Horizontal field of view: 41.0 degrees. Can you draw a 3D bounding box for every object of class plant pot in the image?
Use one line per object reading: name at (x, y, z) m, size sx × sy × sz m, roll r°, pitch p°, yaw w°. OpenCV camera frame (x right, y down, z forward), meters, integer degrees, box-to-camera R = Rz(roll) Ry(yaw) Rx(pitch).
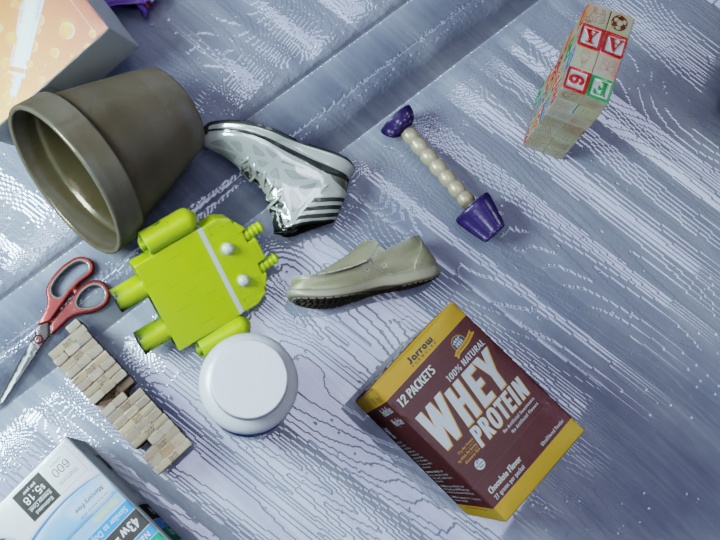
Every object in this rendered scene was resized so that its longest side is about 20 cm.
plant pot at (-0.288, -0.151, 1.152) m, size 0.200 × 0.200 × 0.173 m, roll 46°, pitch 62°, yaw 4°

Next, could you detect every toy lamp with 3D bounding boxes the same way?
toy lamp at (0.108, -0.121, 1.244) m, size 0.058 × 0.058 × 0.200 m, roll -41°, pitch 83°, yaw -12°

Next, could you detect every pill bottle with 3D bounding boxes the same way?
pill bottle at (-0.127, 0.131, 1.093) m, size 0.111 × 0.200 × 0.113 m, roll 1°, pitch 78°, yaw -5°

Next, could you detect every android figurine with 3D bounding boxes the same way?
android figurine at (-0.193, 0.013, 1.160) m, size 0.199 × 0.041 × 0.183 m, roll -29°, pitch 114°, yaw -15°

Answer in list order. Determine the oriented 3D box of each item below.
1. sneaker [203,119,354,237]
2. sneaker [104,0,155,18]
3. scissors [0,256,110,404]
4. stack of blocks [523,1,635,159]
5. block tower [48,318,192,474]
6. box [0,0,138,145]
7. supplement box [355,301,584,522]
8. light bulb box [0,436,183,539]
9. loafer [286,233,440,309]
sneaker at (-0.114, -0.111, 1.206) m, size 0.199 × 0.076 × 0.116 m, roll 17°, pitch 76°, yaw -5°
sneaker at (-0.278, -0.379, 1.253) m, size 0.199 × 0.081 × 0.084 m, roll -31°, pitch 97°, yaw -2°
scissors at (-0.389, 0.070, 1.174) m, size 0.073 × 0.014 × 0.200 m, roll 44°, pitch 79°, yaw 1°
stack of blocks at (0.269, -0.232, 1.208) m, size 0.058 × 0.200 × 0.116 m, roll 19°, pitch 77°, yaw 0°
block tower at (-0.286, 0.150, 1.142) m, size 0.058 × 0.054 × 0.200 m, roll -41°, pitch 89°, yaw -13°
box at (-0.393, -0.264, 1.167) m, size 0.200 × 0.097 × 0.125 m, roll -39°, pitch 85°, yaw 6°
supplement box at (0.116, 0.167, 1.114) m, size 0.200 × 0.197 × 0.133 m, roll 44°, pitch 77°, yaw 4°
light bulb box at (-0.318, 0.327, 1.072) m, size 0.200 × 0.125 × 0.198 m, roll 43°, pitch 77°, yaw 4°
loafer at (0.000, 0.000, 1.202) m, size 0.198 × 0.076 × 0.069 m, roll -10°, pitch 79°, yaw -18°
